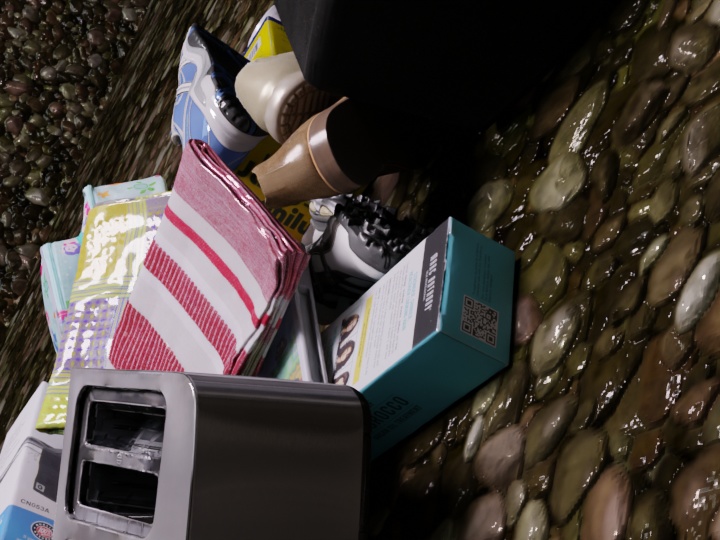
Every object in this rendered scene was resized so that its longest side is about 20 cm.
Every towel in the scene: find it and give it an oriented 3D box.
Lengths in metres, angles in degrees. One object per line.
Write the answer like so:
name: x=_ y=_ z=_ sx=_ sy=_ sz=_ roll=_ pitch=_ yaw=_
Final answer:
towel: x=-0.171 y=0.028 z=0.924 sx=0.142 sy=0.023 sz=0.202 roll=-3 pitch=64 yaw=26
towel: x=-0.113 y=0.033 z=0.806 sx=0.144 sy=0.023 sz=0.201 roll=45 pitch=119 yaw=40

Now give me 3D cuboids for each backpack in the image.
backpack: x=-0.199 y=0.024 z=1.061 sx=0.178 sy=0.149 sz=0.201 roll=97 pitch=163 yaw=-58

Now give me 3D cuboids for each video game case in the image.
video game case: x=-0.066 y=0.091 z=0.786 sx=0.143 sy=0.017 sz=0.201 roll=-56 pitch=26 yaw=28

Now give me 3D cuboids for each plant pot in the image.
plant pot: x=0.043 y=-0.208 z=0.784 sx=0.201 sy=0.198 sz=0.178 roll=-112 pitch=39 yaw=-51

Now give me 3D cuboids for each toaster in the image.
toaster: x=-0.082 y=0.146 z=0.638 sx=0.199 sy=0.118 sz=0.183 roll=-3 pitch=80 yaw=52

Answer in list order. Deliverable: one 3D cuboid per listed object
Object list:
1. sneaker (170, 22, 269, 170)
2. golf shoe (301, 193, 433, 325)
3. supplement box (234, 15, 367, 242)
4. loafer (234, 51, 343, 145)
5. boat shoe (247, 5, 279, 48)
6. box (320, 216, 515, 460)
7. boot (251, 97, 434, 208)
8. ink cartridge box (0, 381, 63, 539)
sneaker: x=-0.121 y=-0.134 z=0.959 sx=0.077 sy=0.075 sz=0.200 roll=-51 pitch=23 yaw=18
golf shoe: x=0.000 y=0.000 z=0.830 sx=0.200 sy=0.077 sz=0.095 roll=-138 pitch=66 yaw=-78
supplement box: x=-0.059 y=-0.123 z=1.063 sx=0.110 sy=0.108 sz=0.200 roll=-55 pitch=21 yaw=21
loafer: x=-0.018 y=-0.134 z=0.895 sx=0.199 sy=0.068 sz=0.076 roll=-9 pitch=-50 yaw=-59
boat shoe: x=-0.054 y=-0.259 z=1.291 sx=0.074 sy=0.065 sz=0.200 roll=-57 pitch=-1 yaw=38
box: x=0.014 y=0.058 z=0.736 sx=0.200 sy=0.049 sz=0.083 roll=-42 pitch=29 yaw=45
boot: x=-0.008 y=-0.088 z=0.832 sx=0.075 sy=0.074 sz=0.200 roll=-22 pitch=4 yaw=28
ink cartridge box: x=-0.242 y=0.211 z=1.043 sx=0.084 sy=0.144 sz=0.201 roll=-52 pitch=22 yaw=27
